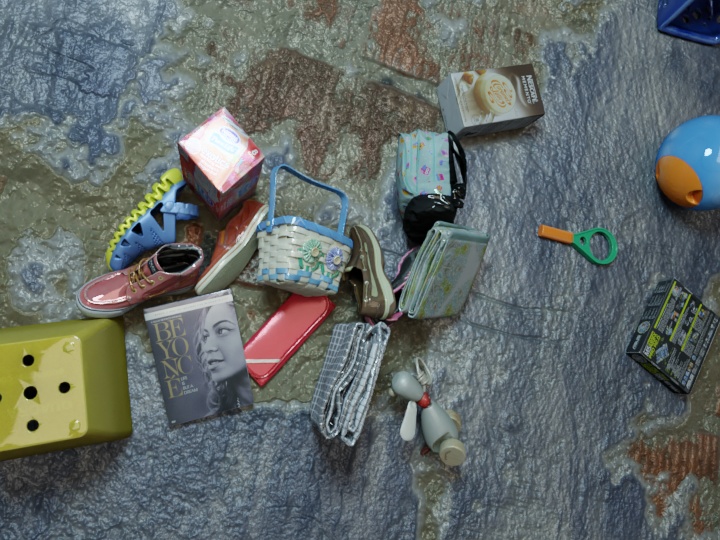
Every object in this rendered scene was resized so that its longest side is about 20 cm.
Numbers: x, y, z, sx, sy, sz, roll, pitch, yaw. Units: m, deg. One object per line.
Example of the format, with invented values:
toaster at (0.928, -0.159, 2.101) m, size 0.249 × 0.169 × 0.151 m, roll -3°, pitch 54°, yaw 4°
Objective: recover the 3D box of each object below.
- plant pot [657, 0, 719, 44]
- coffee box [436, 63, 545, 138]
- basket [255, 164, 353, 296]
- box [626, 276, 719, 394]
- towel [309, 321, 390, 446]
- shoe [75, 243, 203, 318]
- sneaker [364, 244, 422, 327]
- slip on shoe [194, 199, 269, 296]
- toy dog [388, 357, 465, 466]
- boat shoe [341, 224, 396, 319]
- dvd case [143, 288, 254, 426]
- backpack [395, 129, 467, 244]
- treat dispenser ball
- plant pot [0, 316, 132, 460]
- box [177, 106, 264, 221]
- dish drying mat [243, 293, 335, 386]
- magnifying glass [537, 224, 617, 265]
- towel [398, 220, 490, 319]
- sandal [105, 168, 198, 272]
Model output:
plant pot at (0.842, -0.691, 1.294) m, size 0.195 × 0.200 × 0.185 m, roll 5°, pitch 74°, yaw -15°
coffee box at (0.271, -0.353, 1.137) m, size 0.195 × 0.080 × 0.117 m, roll -14°, pitch 87°, yaw -17°
basket at (-0.093, -0.063, 0.950) m, size 0.174 × 0.137 × 0.206 m, roll 15°, pitch 71°, yaw -43°
box at (0.701, 0.145, 1.215) m, size 0.159 × 0.044 × 0.202 m, roll 36°, pitch 74°, yaw -8°
towel at (-0.025, 0.184, 0.936) m, size 0.084 × 0.166 × 0.205 m, roll 20°, pitch 77°, yaw -6°
shoe at (-0.349, 0.009, 0.871) m, size 0.197 × 0.091 × 0.073 m, roll -17°, pitch 69°, yaw -37°
sneaker at (0.091, 0.029, 1.027) m, size 0.079 × 0.095 × 0.201 m, roll 40°, pitch 73°, yaw -5°
slip on shoe at (-0.229, -0.040, 0.961) m, size 0.060 × 0.074 × 0.202 m, roll 29°, pitch 75°, yaw 13°
toy dog at (0.111, 0.275, 1.002) m, size 0.095 × 0.132 × 0.202 m, roll -35°, pitch 88°, yaw 21°
boat shoe at (0.002, -0.004, 0.977) m, size 0.073 × 0.076 × 0.205 m, roll -1°, pitch 47°, yaw -22°
dvd case at (-0.271, 0.147, 0.922) m, size 0.145 × 0.016 × 0.206 m, roll -12°, pitch 97°, yaw -14°
backpack at (0.126, -0.171, 1.030) m, size 0.123 × 0.168 × 0.205 m, roll 4°, pitch 67°, yaw -7°
treat dispenser ball at (0.761, -0.236, 1.200) m, size 0.195 × 0.201 × 0.207 m, roll 2°, pitch 82°, yaw -15°
plant pot at (-0.460, 0.173, 0.804) m, size 0.195 × 0.176 × 0.206 m, roll -6°, pitch 84°, yaw -17°
box at (-0.231, -0.167, 0.903) m, size 0.094 × 0.200 × 0.103 m, roll -42°, pitch 94°, yaw -16°
dish drying mat at (-0.135, 0.110, 0.989) m, size 0.077 × 0.018 × 0.200 m, roll 45°, pitch 74°, yaw -5°
magnifying glass at (0.478, -0.065, 1.192) m, size 0.195 × 0.022 × 0.082 m, roll 13°, pitch 79°, yaw -16°
towel at (0.158, 0.002, 0.998) m, size 0.198 × 0.048 × 0.175 m, roll 2°, pitch 114°, yaw -52°
sandal at (-0.347, -0.073, 0.920) m, size 0.087 × 0.079 × 0.202 m, roll 39°, pitch 80°, yaw -12°
